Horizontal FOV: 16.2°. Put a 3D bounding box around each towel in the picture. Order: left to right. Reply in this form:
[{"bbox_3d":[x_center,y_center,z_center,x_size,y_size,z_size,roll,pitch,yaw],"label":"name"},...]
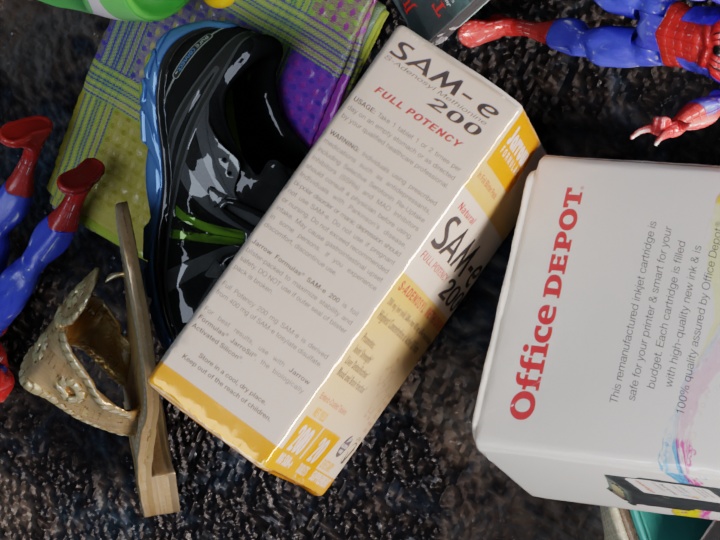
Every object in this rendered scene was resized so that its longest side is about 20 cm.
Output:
[{"bbox_3d":[-0.077,-0.084,1.307,0.143,0.023,0.201,31,112,20],"label":"towel"}]

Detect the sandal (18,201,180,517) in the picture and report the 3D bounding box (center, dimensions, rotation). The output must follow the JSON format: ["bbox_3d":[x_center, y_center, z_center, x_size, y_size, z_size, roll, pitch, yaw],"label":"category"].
[{"bbox_3d":[-0.136,0.057,1.280,0.069,0.078,0.212,-10,138,-6],"label":"sandal"}]

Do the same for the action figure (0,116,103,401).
[{"bbox_3d":[-0.212,0.020,1.338,0.065,0.099,0.200,39,129,16],"label":"action figure"}]

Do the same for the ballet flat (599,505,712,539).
[{"bbox_3d":[0.159,0.172,1.212,0.062,0.067,0.200,-37,81,41],"label":"ballet flat"}]

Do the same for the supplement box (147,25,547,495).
[{"bbox_3d":[0.000,0.000,1.182,0.073,0.126,0.200,35,88,16],"label":"supplement box"}]

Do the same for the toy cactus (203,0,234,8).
[{"bbox_3d":[-0.060,-0.219,1.149,0.165,0.102,0.200,-42,84,34],"label":"toy cactus"}]

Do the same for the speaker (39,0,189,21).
[{"bbox_3d":[-0.171,-0.189,1.287,0.199,0.088,0.089,23,110,31],"label":"speaker"}]

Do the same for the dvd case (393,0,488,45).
[{"bbox_3d":[0.047,-0.206,1.127,0.146,0.022,0.200,59,141,7],"label":"dvd case"}]

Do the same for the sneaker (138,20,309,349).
[{"bbox_3d":[-0.060,-0.024,1.256,0.082,0.071,0.201,-2,96,34],"label":"sneaker"}]

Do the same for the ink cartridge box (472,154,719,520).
[{"bbox_3d":[0.167,0.034,1.135,0.199,0.083,0.146,5,71,27],"label":"ink cartridge box"}]

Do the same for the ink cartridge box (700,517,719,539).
[{"bbox_3d":[0.189,0.156,1.154,0.095,0.037,0.200,34,86,14],"label":"ink cartridge box"}]

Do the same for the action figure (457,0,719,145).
[{"bbox_3d":[0.112,-0.106,1.133,0.199,0.099,0.066,17,111,39],"label":"action figure"}]
